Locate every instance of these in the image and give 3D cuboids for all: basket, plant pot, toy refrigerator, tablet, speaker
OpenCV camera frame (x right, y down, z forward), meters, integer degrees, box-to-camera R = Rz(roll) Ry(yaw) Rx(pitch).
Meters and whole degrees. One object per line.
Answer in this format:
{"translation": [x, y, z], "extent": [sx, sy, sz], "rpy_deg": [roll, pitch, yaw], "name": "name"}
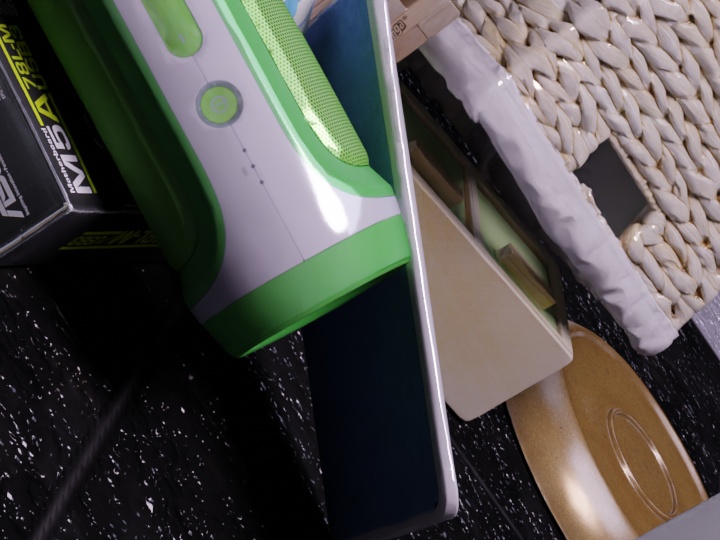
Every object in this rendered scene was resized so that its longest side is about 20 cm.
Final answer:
{"translation": [0.110, -0.110, 1.219], "extent": [0.198, 0.161, 0.200], "rpy_deg": [51, 1, -42], "name": "basket"}
{"translation": [0.137, 0.105, 1.349], "extent": [0.200, 0.027, 0.201], "rpy_deg": [48, 23, -28], "name": "plant pot"}
{"translation": [0.016, -0.031, 1.189], "extent": [0.200, 0.070, 0.076], "rpy_deg": [48, 22, -29], "name": "toy refrigerator"}
{"translation": [0.000, 0.000, 0.987], "extent": [0.130, 0.014, 0.201], "rpy_deg": [148, -65, -68], "name": "tablet"}
{"translation": [-0.060, -0.074, 0.916], "extent": [0.201, 0.088, 0.088], "rpy_deg": [61, 20, 2], "name": "speaker"}

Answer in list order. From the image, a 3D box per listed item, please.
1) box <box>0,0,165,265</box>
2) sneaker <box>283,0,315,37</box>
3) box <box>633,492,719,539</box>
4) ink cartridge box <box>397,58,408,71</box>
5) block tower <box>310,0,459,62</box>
{"translation": [-0.121, -0.099, 0.992], "extent": [0.201, 0.047, 0.193], "rpy_deg": [63, 22, 8], "name": "box"}
{"translation": [-0.023, -0.147, 0.968], "extent": [0.075, 0.201, 0.086], "rpy_deg": [39, 47, 26], "name": "sneaker"}
{"translation": [0.119, 0.209, 0.896], "extent": [0.131, 0.198, 0.201], "rpy_deg": [32, 33, -51], "name": "box"}
{"translation": [-0.048, -0.189, 1.297], "extent": [0.200, 0.050, 0.162], "rpy_deg": [24, 40, -62], "name": "ink cartridge box"}
{"translation": [-0.029, -0.156, 1.040], "extent": [0.200, 0.058, 0.054], "rpy_deg": [49, 7, -44], "name": "block tower"}
